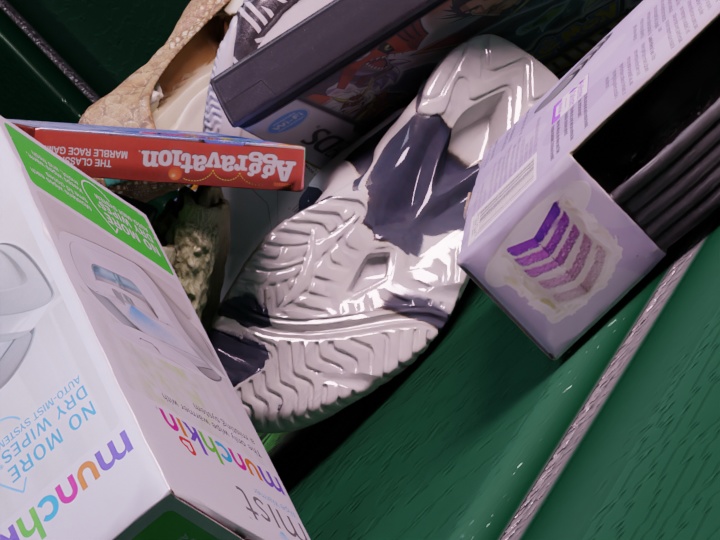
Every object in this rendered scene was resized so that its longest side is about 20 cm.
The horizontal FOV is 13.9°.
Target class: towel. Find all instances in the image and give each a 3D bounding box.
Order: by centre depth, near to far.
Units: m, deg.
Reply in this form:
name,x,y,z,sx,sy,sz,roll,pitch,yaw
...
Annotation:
name,x,y,z,sx,sy,sz,roll,pitch,yaw
towel,-0.088,0.062,1.176,0.148,0.036,0.201,-73,0,-82

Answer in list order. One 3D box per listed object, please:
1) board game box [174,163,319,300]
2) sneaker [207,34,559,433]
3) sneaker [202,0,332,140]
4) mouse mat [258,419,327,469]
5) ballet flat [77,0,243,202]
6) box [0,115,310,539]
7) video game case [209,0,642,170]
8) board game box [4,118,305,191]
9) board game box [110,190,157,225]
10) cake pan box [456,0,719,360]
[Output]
name,x,y,z,sx,sy,sz,roll,pitch,yaw
board game box,-0.018,-0.039,1.468,0.103,0.105,0.200,-43,5,21
sneaker,0.000,0.000,1.220,0.200,0.079,0.130,-57,0,-22
sneaker,0.015,-0.111,1.321,0.201,0.114,0.075,-59,-12,-14
mouse mat,-0.054,0.086,1.319,0.200,0.008,0.161,-42,6,36
ballet flat,-0.066,-0.093,1.425,0.065,0.071,0.200,-7,33,37
box,-0.136,0.086,0.965,0.200,0.097,0.177,-39,50,13
video game case,0.055,-0.103,1.245,0.199,0.026,0.181,-31,-18,13
board game box,-0.091,-0.047,1.178,0.200,0.102,0.020,-162,75,-77
board game box,-0.144,0.088,1.171,0.166,0.056,0.201,111,177,-47
cake pan box,0.115,-0.067,0.984,0.184,0.052,0.200,-46,5,11
